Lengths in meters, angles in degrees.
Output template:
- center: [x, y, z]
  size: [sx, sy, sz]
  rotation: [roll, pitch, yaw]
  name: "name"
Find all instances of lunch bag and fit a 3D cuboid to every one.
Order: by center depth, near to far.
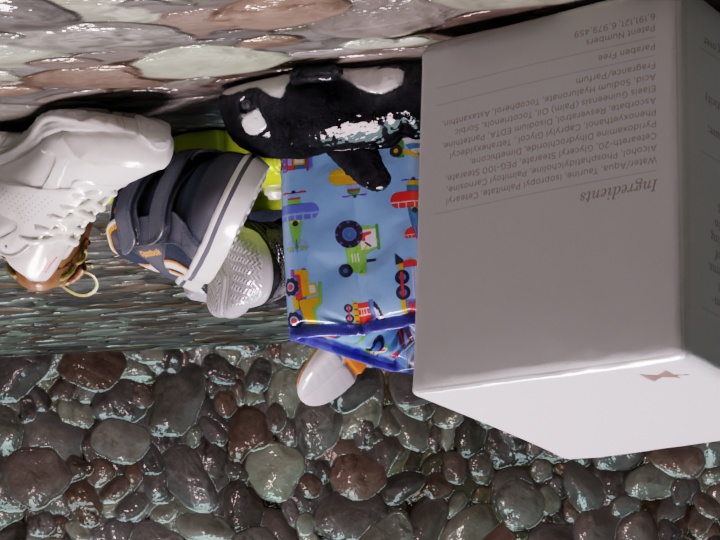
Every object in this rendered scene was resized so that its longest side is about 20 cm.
- center: [0.016, -0.018, 1.493]
  size: [0.094, 0.152, 0.200]
  rotation: [-5, 169, 12]
  name: "lunch bag"

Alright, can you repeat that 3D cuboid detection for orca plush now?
- center: [0.017, -0.080, 1.353]
  size: [0.199, 0.072, 0.105]
  rotation: [-4, 174, -3]
  name: "orca plush"

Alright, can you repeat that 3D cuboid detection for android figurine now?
- center: [-0.108, -0.065, 1.590]
  size: [0.199, 0.041, 0.182]
  rotation: [-6, 174, 39]
  name: "android figurine"

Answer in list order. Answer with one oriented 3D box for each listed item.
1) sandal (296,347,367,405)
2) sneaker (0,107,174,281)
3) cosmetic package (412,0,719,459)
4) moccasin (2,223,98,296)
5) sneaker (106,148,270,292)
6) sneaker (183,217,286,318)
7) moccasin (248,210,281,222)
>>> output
- center: [0.001, 0.003, 1.622]
  size: [0.059, 0.207, 0.079]
  rotation: [27, 159, 18]
  name: "sandal"
- center: [-0.185, -0.045, 1.428]
  size: [0.078, 0.100, 0.199]
  rotation: [3, 171, -44]
  name: "sneaker"
- center: [0.140, -0.020, 1.237]
  size: [0.166, 0.201, 0.167]
  rotation: [-10, 159, 33]
  name: "cosmetic package"
- center: [-0.230, -0.018, 1.709]
  size: [0.073, 0.078, 0.201]
  rotation: [0, -174, -9]
  name: "moccasin"
- center: [-0.114, -0.036, 1.430]
  size: [0.079, 0.079, 0.200]
  rotation: [28, 163, -7]
  name: "sneaker"
- center: [-0.060, -0.008, 1.656]
  size: [0.113, 0.076, 0.200]
  rotation: [-1, -177, -15]
  name: "sneaker"
- center: [-0.054, -0.023, 1.891]
  size: [0.080, 0.069, 0.200]
  rotation: [-4, 174, 0]
  name: "moccasin"
